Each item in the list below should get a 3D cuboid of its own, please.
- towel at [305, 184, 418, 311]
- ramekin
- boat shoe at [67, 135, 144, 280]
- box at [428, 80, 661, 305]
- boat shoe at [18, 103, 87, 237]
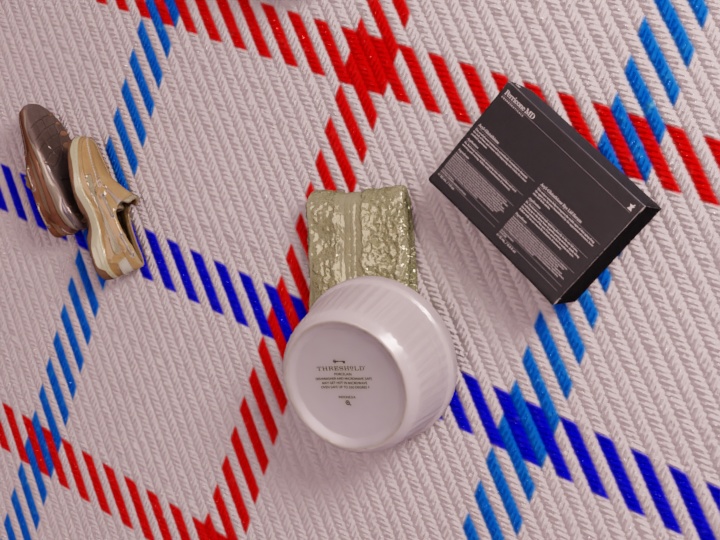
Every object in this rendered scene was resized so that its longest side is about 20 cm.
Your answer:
[{"bbox_3d":[0.000,0.000,1.242,0.148,0.036,0.201,-2,90,27],"label":"towel"},{"bbox_3d":[0.003,0.115,1.182,0.202,0.094,0.203,9,111,25],"label":"ramekin"},{"bbox_3d":[-0.337,-0.092,1.413,0.076,0.072,0.201,-16,90,13],"label":"boat shoe"},{"bbox_3d":[0.195,-0.083,1.113,0.200,0.079,0.141,48,114,20],"label":"box"},{"bbox_3d":[-0.442,-0.138,1.458,0.072,0.076,0.200,-28,76,27],"label":"boat shoe"}]
